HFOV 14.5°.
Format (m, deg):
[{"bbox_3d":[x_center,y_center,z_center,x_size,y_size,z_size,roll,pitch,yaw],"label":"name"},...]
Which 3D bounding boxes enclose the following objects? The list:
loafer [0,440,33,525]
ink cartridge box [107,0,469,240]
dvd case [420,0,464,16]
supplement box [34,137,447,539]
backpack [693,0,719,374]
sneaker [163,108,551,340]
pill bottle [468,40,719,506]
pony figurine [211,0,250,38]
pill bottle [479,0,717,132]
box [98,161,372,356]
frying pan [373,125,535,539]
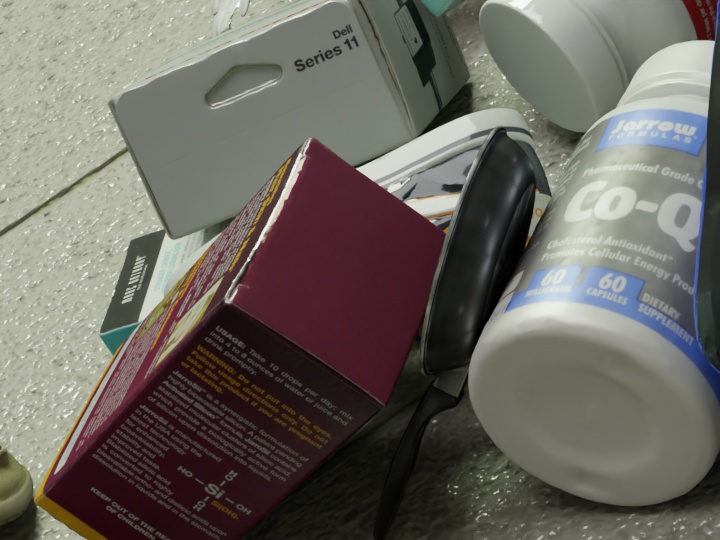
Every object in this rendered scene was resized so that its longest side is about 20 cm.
[{"bbox_3d":[-0.227,0.107,1.385,0.075,0.068,0.200,-18,1,22],"label":"loafer"},{"bbox_3d":[-0.033,-0.095,1.493,0.146,0.083,0.200,-22,7,15],"label":"ink cartridge box"},{"bbox_3d":[0.119,-0.214,1.533,0.146,0.022,0.200,-44,-2,32],"label":"dvd case"},{"bbox_3d":[-0.054,0.047,1.289,0.200,0.086,0.110,-45,15,46],"label":"supplement box"},{"bbox_3d":[0.236,-0.030,1.160,0.162,0.168,0.201,0,76,43],"label":"backpack"},{"bbox_3d":[0.000,0.000,1.349,0.200,0.078,0.080,-27,68,18],"label":"sneaker"},{"bbox_3d":[0.133,-0.004,1.256,0.114,0.114,0.200,-7,39,35],"label":"pill bottle"},{"bbox_3d":[-0.018,-0.234,1.607,0.199,0.167,0.194,11,60,-8],"label":"pony figurine"},{"bbox_3d":[0.160,-0.166,1.466,0.200,0.112,0.112,-42,32,-17],"label":"pill bottle"},{"bbox_3d":[-0.031,-0.001,1.456,0.199,0.049,0.082,-17,33,22],"label":"box"},{"bbox_3d":[0.040,0.029,1.243,0.031,0.115,0.191,16,85,11],"label":"frying pan"}]
